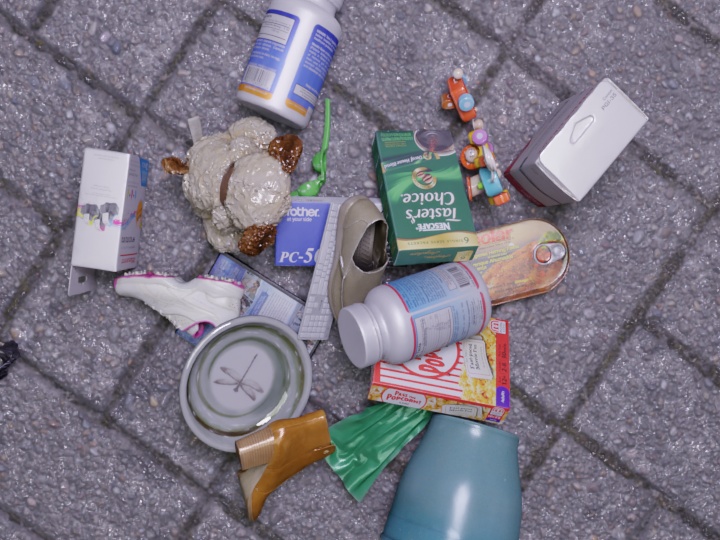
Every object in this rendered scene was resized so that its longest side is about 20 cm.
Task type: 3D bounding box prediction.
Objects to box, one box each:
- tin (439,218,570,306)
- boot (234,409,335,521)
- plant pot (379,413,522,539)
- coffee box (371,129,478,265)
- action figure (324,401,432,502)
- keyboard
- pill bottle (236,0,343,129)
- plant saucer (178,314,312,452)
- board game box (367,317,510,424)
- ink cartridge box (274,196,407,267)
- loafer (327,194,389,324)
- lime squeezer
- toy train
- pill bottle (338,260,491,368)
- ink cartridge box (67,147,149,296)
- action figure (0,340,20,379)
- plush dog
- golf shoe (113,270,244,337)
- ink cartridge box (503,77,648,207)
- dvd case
[{"bbox_3d":[0.214,-0.012,1.205,0.195,0.042,0.115,-13,97,-1],"label":"tin"},{"bbox_3d":[-0.105,0.284,1.162,0.141,0.204,0.071,-14,49,-17],"label":"boot"},{"bbox_3d":[0.143,0.313,1.150,0.196,0.200,0.192,15,78,-3],"label":"plant pot"},{"bbox_3d":[0.089,-0.107,1.137,0.120,0.044,0.204,-2,62,-12],"label":"coffee box"},{"bbox_3d":[0.038,0.233,1.201,0.199,0.055,0.119,-40,92,2],"label":"action figure"},{"bbox_3d":[-0.045,0.003,1.142,0.011,0.056,0.204,24,105,41],"label":"keyboard"},{"bbox_3d":[-0.092,-0.316,1.141,0.110,0.112,0.204,22,91,-3],"label":"pill bottle"},{"bbox_3d":[-0.167,0.157,1.153,0.196,0.050,0.205,-7,107,-24],"label":"plant saucer"},{"bbox_3d":[0.115,0.128,1.160,0.195,0.047,0.154,10,50,-3],"label":"board game box"},{"bbox_3d":[-0.027,-0.056,1.173,0.195,0.044,0.096,0,105,-7],"label":"ink cartridge box"},{"bbox_3d":[0.000,0.000,1.123,0.074,0.068,0.205,-12,114,-28],"label":"loafer"},{"bbox_3d":[-0.077,-0.152,1.194,0.070,0.038,0.202,35,92,28],"label":"lime squeezer"},{"bbox_3d":[0.154,-0.178,1.131,0.055,0.203,0.151,-21,137,14],"label":"toy train"},{"bbox_3d":[0.073,0.063,1.102,0.196,0.108,0.111,-17,94,-24],"label":"pill bottle"},{"bbox_3d":[-0.355,-0.064,1.140,0.066,0.115,0.205,8,93,-2],"label":"ink cartridge box"},{"bbox_3d":[-0.585,0.079,1.147,0.119,0.102,0.200,-44,95,12],"label":"action figure"},{"bbox_3d":[-0.163,-0.118,1.098,0.169,0.159,0.204,18,91,34],"label":"plush dog"},{"bbox_3d":[-0.266,0.048,1.159,0.195,0.075,0.094,5,90,11],"label":"golf shoe"},{"bbox_3d":[0.291,-0.170,1.119,0.082,0.200,0.147,41,91,-3],"label":"ink cartridge box"},{"bbox_3d":[-0.159,0.083,1.204,0.198,0.018,0.144,31,91,-3],"label":"dvd case"}]
